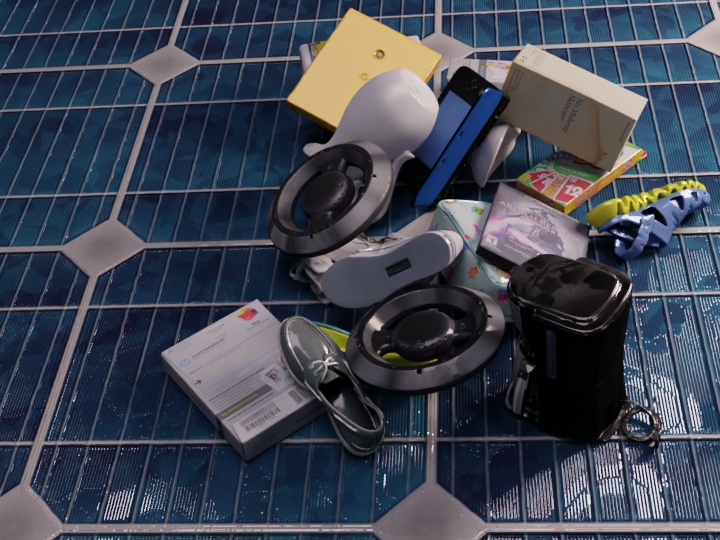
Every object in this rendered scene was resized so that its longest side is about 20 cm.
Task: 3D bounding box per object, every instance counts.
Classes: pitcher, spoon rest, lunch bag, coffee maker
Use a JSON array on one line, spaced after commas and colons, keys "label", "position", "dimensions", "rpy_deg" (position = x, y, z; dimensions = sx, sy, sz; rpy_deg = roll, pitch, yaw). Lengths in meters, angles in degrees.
[{"label": "pitcher", "position": [0.030, -0.183, 1.676], "dimensions": [0.121, 0.200, 0.172], "rpy_deg": [0, 54, -56]}, {"label": "spoon rest", "position": [0.211, -0.197, 1.748], "dimensions": [0.060, 0.100, 0.200], "rpy_deg": [19, 33, 1]}, {"label": "lunch bag", "position": [0.188, -0.010, 1.524], "dimensions": [0.160, 0.077, 0.200], "rpy_deg": [4, 38, -31]}, {"label": "coffee maker", "position": [0.267, 0.093, 1.339], "dimensions": [0.192, 0.200, 0.135], "rpy_deg": [5, 45, 13]}]

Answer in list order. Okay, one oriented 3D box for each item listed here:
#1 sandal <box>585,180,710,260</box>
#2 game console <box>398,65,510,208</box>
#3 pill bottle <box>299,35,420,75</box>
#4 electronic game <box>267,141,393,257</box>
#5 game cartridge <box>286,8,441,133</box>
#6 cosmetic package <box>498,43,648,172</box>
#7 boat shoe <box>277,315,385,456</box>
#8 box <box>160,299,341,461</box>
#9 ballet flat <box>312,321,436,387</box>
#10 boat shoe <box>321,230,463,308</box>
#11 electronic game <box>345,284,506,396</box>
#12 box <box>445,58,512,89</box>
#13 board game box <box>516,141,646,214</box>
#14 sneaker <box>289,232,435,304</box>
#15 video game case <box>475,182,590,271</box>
[{"label": "sandal", "position": [0.412, -0.070, 1.601], "dimensions": [0.200, 0.079, 0.087], "rpy_deg": [-17, 80, -21]}, {"label": "game console", "position": [0.115, -0.201, 1.661], "dimensions": [0.200, 0.118, 0.171], "rpy_deg": [-56, 46, 14]}, {"label": "pill bottle", "position": [0.003, -0.338, 1.902], "dimensions": [0.200, 0.111, 0.111], "rpy_deg": [-9, 43, -4]}, {"label": "electronic game", "position": [-0.044, -0.101, 1.581], "dimensions": [0.200, 0.042, 0.200], "rpy_deg": [-21, 44, 21]}, {"label": "game cartridge", "position": [0.006, -0.303, 1.816], "dimensions": [0.176, 0.032, 0.200], "rpy_deg": [30, 75, 11]}, {"label": "cosmetic package", "position": [0.309, -0.242, 1.686], "dimensions": [0.200, 0.104, 0.073], "rpy_deg": [27, 41, 12]}, {"label": "boat shoe", "position": [-0.033, 0.130, 1.386], "dimensions": [0.073, 0.062, 0.200], "rpy_deg": [-26, 71, -23]}, {"label": "box", "position": [-0.140, 0.136, 1.463], "dimensions": [0.156, 0.041, 0.200], "rpy_deg": [-30, 49, -25]}, {"label": "ballet flat", "position": [-0.001, 0.114, 1.458], "dimensions": [0.200, 0.067, 0.067], "rpy_deg": [11, 69, 16]}, {"label": "boat shoe", "position": [0.046, -0.010, 1.491], "dimensions": [0.202, 0.075, 0.086], "rpy_deg": [-24, -1, 30]}, {"label": "electronic game", "position": [0.079, 0.082, 1.388], "dimensions": [0.200, 0.042, 0.200], "rpy_deg": [-12, 34, 8]}, {"label": "box", "position": [0.240, -0.304, 1.836], "dimensions": [0.199, 0.041, 0.156], "rpy_deg": [5, 23, 6]}, {"label": "board game box", "position": [0.340, -0.158, 1.729], "dimensions": [0.200, 0.030, 0.095], "rpy_deg": [-33, 49, -28]}, {"label": "sneaker", "position": [0.000, 0.000, 1.570], "dimensions": [0.200, 0.075, 0.115], "rpy_deg": [19, 50, 31]}, {"label": "video game case", "position": [0.233, -0.041, 1.511], "dimensions": [0.143, 0.019, 0.200], "rpy_deg": [27, 32, 0]}]
